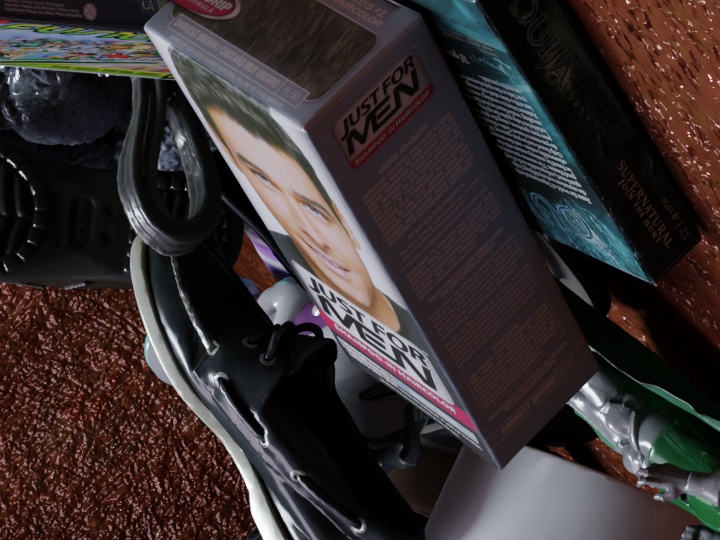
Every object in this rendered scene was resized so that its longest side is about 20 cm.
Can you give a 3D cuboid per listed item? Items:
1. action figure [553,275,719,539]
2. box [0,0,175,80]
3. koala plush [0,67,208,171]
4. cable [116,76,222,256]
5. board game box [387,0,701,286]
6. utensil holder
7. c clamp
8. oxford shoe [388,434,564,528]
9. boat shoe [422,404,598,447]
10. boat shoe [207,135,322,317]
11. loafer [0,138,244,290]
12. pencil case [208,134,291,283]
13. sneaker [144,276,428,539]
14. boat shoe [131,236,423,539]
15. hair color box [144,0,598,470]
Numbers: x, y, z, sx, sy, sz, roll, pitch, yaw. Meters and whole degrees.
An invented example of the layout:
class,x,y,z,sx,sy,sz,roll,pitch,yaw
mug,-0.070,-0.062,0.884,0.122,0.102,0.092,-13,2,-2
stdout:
class,x,y,z,sx,sy,sz,roll,pitch,yaw
action figure,0.139,0.082,1.011,0.200,0.055,0.118,33,166,34
box,-0.115,-0.107,1.048,0.110,0.199,0.035,-6,85,47
koala plush,-0.152,-0.141,1.302,0.200,0.183,0.178,-41,66,57
cable,-0.103,-0.100,1.176,0.050,0.097,0.201,-28,78,44
board game box,0.027,-0.074,0.929,0.200,0.028,0.136,28,158,55
utensil holder,0.084,0.198,1.198,0.169,0.201,0.170,22,172,3
c clamp,0.037,-0.044,1.116,0.171,0.027,0.200,52,173,-14
oxford shoe,0.065,0.125,1.435,0.199,0.085,0.073,23,-175,-35
boat shoe,0.071,0.060,1.272,0.062,0.073,0.200,27,174,-11
boat shoe,0.001,-0.002,1.159,0.200,0.066,0.075,51,134,16
loafer,-0.153,-0.019,1.280,0.198,0.074,0.071,11,169,9
pencil case,-0.012,-0.025,1.332,0.083,0.086,0.200,5,152,22
sneaker,-0.045,0.076,1.287,0.199,0.141,0.078,-13,146,42
boat shoe,-0.034,0.058,1.181,0.074,0.066,0.200,-9,-110,-59
hair color box,0.008,-0.024,0.943,0.099,0.061,0.200,34,161,43
